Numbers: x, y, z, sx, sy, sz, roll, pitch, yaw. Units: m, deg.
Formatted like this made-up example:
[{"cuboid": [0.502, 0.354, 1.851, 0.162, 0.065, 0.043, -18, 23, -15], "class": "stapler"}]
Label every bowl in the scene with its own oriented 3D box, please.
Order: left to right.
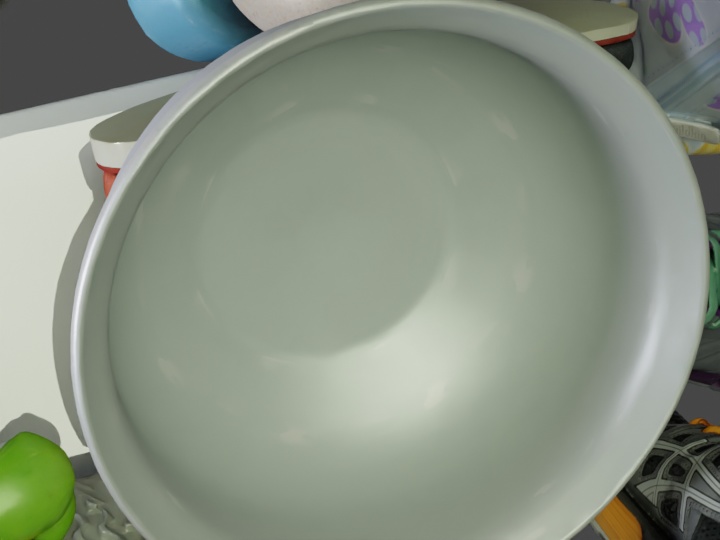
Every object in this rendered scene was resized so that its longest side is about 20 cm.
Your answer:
[{"cuboid": [0.000, 0.000, 0.708, 0.201, 0.090, 0.201, -8, 115, -17], "class": "bowl"}]

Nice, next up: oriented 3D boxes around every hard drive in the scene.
[{"cuboid": [-0.104, 0.008, 0.807, 0.200, 0.027, 0.132, -14, 91, -9], "class": "hard drive"}]

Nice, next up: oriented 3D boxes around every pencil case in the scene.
[{"cuboid": [0.144, -0.097, 0.765, 0.091, 0.200, 0.083, -32, 88, -15], "class": "pencil case"}]

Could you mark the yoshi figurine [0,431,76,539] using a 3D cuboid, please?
[{"cuboid": [-0.182, 0.094, 0.668, 0.200, 0.112, 0.112, -32, 106, -24], "class": "yoshi figurine"}]

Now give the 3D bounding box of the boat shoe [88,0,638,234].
[{"cuboid": [0.007, -0.045, 0.780, 0.200, 0.071, 0.063, -19, 109, -18], "class": "boat shoe"}]

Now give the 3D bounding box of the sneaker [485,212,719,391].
[{"cuboid": [0.131, 0.011, 0.814, 0.200, 0.088, 0.074, -1, 89, -9], "class": "sneaker"}]

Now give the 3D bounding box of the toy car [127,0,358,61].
[{"cuboid": [0.050, -0.150, 0.784, 0.200, 0.184, 0.177, 7, 79, -39], "class": "toy car"}]

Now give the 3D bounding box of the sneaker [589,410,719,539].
[{"cuboid": [0.126, 0.087, 0.758, 0.077, 0.200, 0.078, -44, 111, 8], "class": "sneaker"}]

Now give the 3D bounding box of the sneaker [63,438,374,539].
[{"cuboid": [-0.085, 0.116, 0.773, 0.200, 0.070, 0.100, -16, 131, -15], "class": "sneaker"}]
